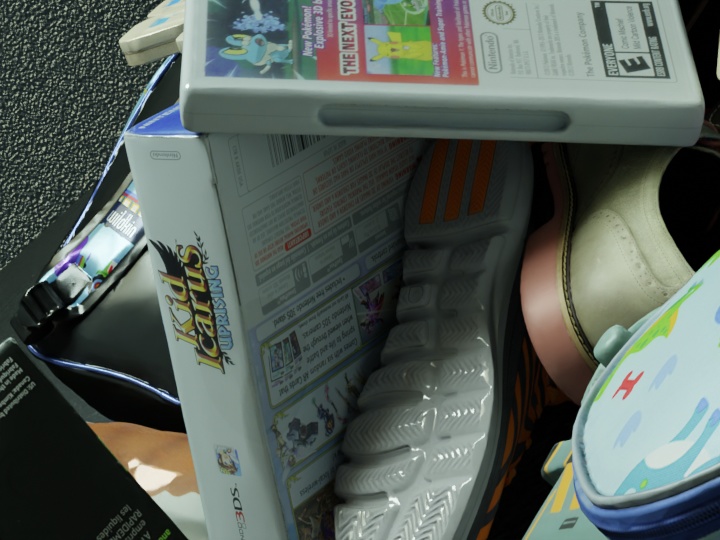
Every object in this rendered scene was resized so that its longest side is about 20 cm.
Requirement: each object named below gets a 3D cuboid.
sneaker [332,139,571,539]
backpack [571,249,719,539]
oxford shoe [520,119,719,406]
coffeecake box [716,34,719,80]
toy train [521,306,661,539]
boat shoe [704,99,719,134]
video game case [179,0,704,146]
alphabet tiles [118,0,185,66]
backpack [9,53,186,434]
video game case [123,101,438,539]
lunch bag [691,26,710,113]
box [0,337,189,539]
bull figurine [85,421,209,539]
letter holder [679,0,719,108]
[{"bbox_3d":[0.062,0.050,0.895,0.077,0.112,0.201,-4,64,46],"label":"sneaker"},{"bbox_3d":[0.127,0.056,0.506,0.200,0.147,0.183,-44,7,11],"label":"backpack"},{"bbox_3d":[0.109,-0.035,0.871,0.075,0.070,0.201,-26,36,29],"label":"oxford shoe"},{"bbox_3d":[0.202,-0.072,0.718,0.152,0.074,0.200,2,15,-2],"label":"coffeecake box"},{"bbox_3d":[0.105,0.065,0.688,0.114,0.085,0.200,-54,9,-17],"label":"toy train"},{"bbox_3d":[0.212,-0.103,0.987,0.200,0.072,0.072,-30,17,45],"label":"boat shoe"},{"bbox_3d":[0.026,-0.111,0.886,0.181,0.023,0.201,2,38,-3],"label":"video game case"},{"bbox_3d":[-0.003,-0.131,1.024,0.199,0.015,0.196,-16,15,14],"label":"alphabet tiles"},{"bbox_3d":[-0.034,-0.011,1.072,0.182,0.135,0.201,17,71,26],"label":"backpack"},{"bbox_3d":[0.000,0.000,0.924,0.045,0.182,0.200,2,23,36],"label":"video game case"},{"bbox_3d":[0.187,-0.144,1.193,0.200,0.082,0.176,-35,14,23],"label":"lunch bag"},{"bbox_3d":[-0.121,0.146,0.824,0.124,0.200,0.148,-46,12,-28],"label":"box"},{"bbox_3d":[-0.084,0.105,0.969,0.199,0.066,0.122,6,27,7],"label":"bull figurine"},{"bbox_3d":[0.090,-0.128,1.118,0.143,0.100,0.200,-57,35,-3],"label":"letter holder"}]
